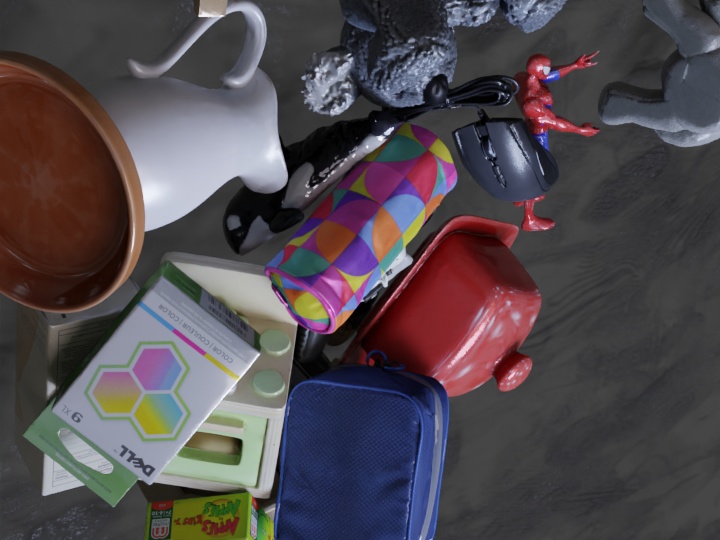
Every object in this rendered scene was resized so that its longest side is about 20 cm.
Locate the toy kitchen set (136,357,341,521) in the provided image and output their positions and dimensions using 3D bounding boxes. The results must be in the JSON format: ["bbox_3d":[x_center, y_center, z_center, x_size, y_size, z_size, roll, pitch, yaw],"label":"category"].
[{"bbox_3d":[-0.072,0.203,1.501,0.180,0.163,0.200,21,111,-47],"label":"toy kitchen set"}]

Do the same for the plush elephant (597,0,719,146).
[{"bbox_3d":[0.365,-0.201,1.495,0.155,0.199,0.166,-23,133,-48],"label":"plush elephant"}]

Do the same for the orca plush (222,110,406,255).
[{"bbox_3d":[-0.058,-0.093,1.302,0.071,0.105,0.200,46,131,-15],"label":"orca plush"}]

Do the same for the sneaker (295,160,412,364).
[{"bbox_3d":[0.000,0.000,1.386,0.088,0.074,0.201,19,98,-12],"label":"sneaker"}]

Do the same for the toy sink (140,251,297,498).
[{"bbox_3d":[-0.128,0.099,1.344,0.130,0.112,0.201,9,135,-4],"label":"toy sink"}]

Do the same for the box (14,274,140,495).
[{"bbox_3d":[-0.247,0.093,1.325,0.095,0.078,0.201,-13,133,-30],"label":"box"}]

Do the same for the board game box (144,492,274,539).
[{"bbox_3d":[-0.123,0.277,1.451,0.101,0.048,0.200,-8,147,13],"label":"board game box"}]

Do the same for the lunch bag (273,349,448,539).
[{"bbox_3d":[0.005,0.175,1.409,0.132,0.135,0.201,-8,106,-74],"label":"lunch bag"}]

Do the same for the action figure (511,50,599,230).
[{"bbox_3d":[0.195,-0.135,1.473,0.098,0.065,0.201,-13,137,-3],"label":"action figure"}]

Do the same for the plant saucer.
[{"bbox_3d":[-0.240,-0.065,1.111,0.032,0.200,0.201,-42,153,-51],"label":"plant saucer"}]

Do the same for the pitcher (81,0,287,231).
[{"bbox_3d":[-0.153,-0.123,1.189,0.199,0.121,0.173,-18,117,-40],"label":"pitcher"}]

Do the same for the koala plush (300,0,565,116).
[{"bbox_3d":[0.038,-0.209,1.241,0.177,0.184,0.200,-27,160,-23],"label":"koala plush"}]

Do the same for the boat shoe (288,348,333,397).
[{"bbox_3d":[-0.086,0.062,1.445,0.064,0.070,0.200,-62,139,-27],"label":"boat shoe"}]

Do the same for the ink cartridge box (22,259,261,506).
[{"bbox_3d":[-0.182,0.102,1.239,0.104,0.059,0.200,39,99,-12],"label":"ink cartridge box"}]

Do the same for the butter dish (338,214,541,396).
[{"bbox_3d":[0.108,0.059,1.500,0.200,0.148,0.200,-53,158,14],"label":"butter dish"}]

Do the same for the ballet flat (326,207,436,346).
[{"bbox_3d":[0.009,-0.004,1.457,0.066,0.057,0.201,2,126,-41],"label":"ballet flat"}]

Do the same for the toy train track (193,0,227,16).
[{"bbox_3d":[-0.105,-0.290,1.129,0.114,0.033,0.201,-5,124,-26],"label":"toy train track"}]

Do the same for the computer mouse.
[{"bbox_3d":[0.099,-0.106,1.398,0.140,0.046,0.200,-4,153,21],"label":"computer mouse"}]

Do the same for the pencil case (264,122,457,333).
[{"bbox_3d":[0.002,-0.039,1.299,0.200,0.088,0.089,-50,146,-25],"label":"pencil case"}]
